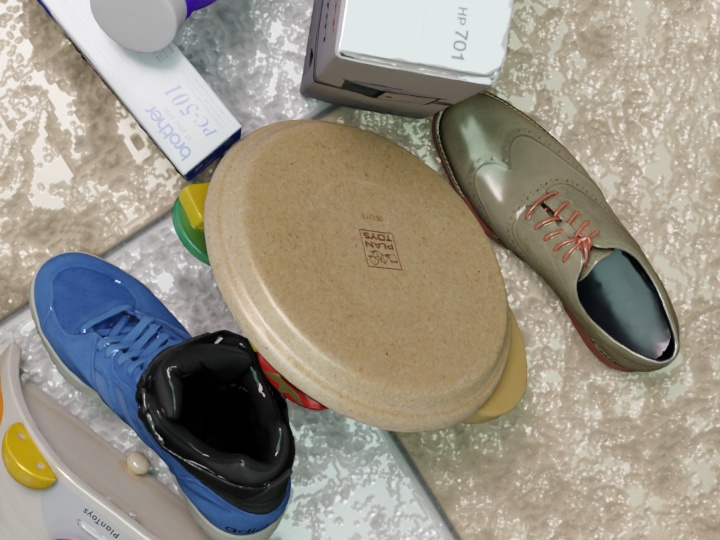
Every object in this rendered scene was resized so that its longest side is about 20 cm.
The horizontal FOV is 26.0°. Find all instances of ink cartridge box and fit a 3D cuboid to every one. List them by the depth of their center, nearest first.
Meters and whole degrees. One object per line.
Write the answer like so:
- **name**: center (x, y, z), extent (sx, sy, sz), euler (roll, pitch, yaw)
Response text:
- **ink cartridge box**: center (0.025, -0.165, 0.820), extent (0.085, 0.200, 0.149), euler (9, 90, -6)
- **ink cartridge box**: center (-0.144, -0.141, 0.857), extent (0.044, 0.094, 0.201), euler (-39, 94, -3)

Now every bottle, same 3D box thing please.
- **bottle**: center (-0.083, -0.195, 0.825), extent (0.083, 0.065, 0.201), euler (32, 49, -14)

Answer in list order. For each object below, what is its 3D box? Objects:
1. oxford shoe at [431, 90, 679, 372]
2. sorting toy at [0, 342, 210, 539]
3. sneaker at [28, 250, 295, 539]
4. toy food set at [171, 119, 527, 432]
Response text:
- **oxford shoe**: center (0.119, -0.026, 0.894), extent (0.070, 0.075, 0.200), euler (-43, 94, -3)
- **sorting toy**: center (-0.176, 0.180, 0.872), extent (0.199, 0.107, 0.181), euler (38, 106, -5)
- **sneaker**: center (-0.104, 0.049, 0.832), extent (0.076, 0.112, 0.201), euler (-31, 72, -26)
- **toy food set**: center (0.000, 0.000, 0.845), extent (0.198, 0.049, 0.200), euler (-11, 65, -41)
